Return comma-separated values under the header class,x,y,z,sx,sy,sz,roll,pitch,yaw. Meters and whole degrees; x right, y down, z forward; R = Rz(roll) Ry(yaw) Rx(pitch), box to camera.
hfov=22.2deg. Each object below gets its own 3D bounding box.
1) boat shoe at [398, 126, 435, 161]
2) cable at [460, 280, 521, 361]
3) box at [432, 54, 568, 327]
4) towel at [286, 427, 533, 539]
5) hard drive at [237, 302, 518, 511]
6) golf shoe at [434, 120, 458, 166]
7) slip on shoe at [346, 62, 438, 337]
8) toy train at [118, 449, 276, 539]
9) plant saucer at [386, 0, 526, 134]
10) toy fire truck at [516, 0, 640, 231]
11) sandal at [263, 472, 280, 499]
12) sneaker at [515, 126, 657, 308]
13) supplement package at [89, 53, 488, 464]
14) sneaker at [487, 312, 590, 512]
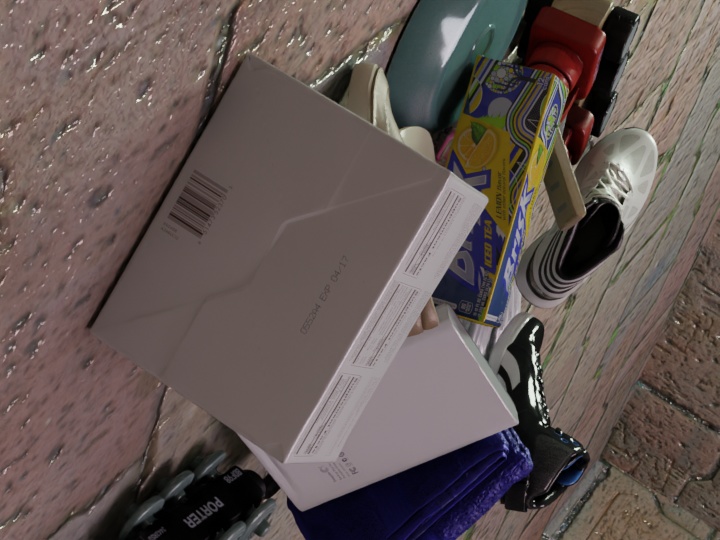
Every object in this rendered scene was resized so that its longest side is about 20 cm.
class,x,y,z,sx,sy,sz,roll,pitch,yaw
boat shoe,0.028,-0.072,1.434,0.200,0.062,0.072,27,77,-75
cable,0.093,0.069,1.666,0.200,0.069,0.202,-34,135,-69
box,0.101,-0.061,1.448,0.064,0.069,0.202,16,90,-72
towel,0.033,0.171,1.529,0.200,0.148,0.050,-41,143,8
hard drive,0.009,0.112,1.458,0.132,0.199,0.026,55,18,-36
golf shoe,0.099,-0.070,1.599,0.073,0.092,0.200,-53,173,-21
slip on shoe,0.022,-0.050,1.282,0.076,0.060,0.202,80,8,-67
toy train,-0.143,0.216,1.428,0.114,0.085,0.200,-52,171,25
plant saucer,0.082,-0.182,1.446,0.200,0.036,0.200,-52,163,-22
toy fire truck,0.170,-0.125,1.612,0.201,0.128,0.177,-59,168,-28
sandal,-0.045,0.116,1.608,0.201,0.045,0.075,-57,179,-29
sneaker,0.225,-0.055,1.639,0.201,0.075,0.115,-54,-172,-20
supplement package,-0.043,-0.005,1.154,0.201,0.155,0.111,-59,163,3
sneaker,0.154,0.131,1.600,0.073,0.111,0.201,86,25,-50
